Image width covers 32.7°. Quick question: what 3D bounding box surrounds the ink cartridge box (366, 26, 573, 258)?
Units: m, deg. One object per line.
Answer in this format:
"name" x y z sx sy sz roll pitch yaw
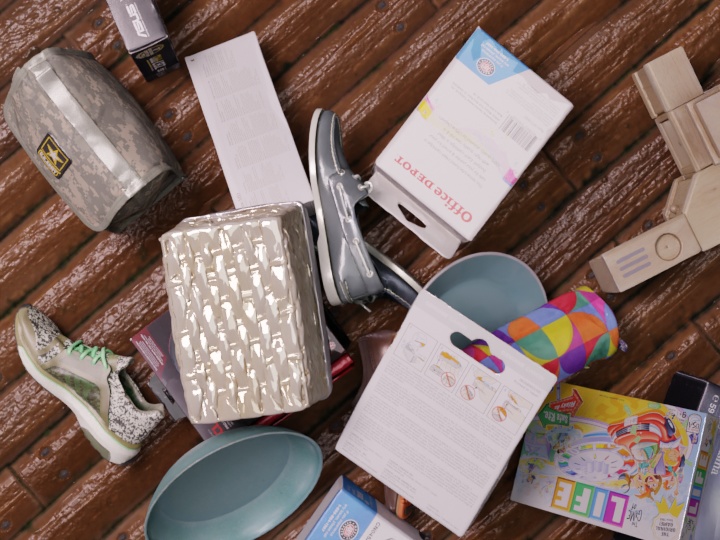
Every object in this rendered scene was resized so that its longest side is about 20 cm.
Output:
"ink cartridge box" 0.104 -0.125 1.284 0.128 0.125 0.201 39 89 -1

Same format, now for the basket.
"basket" -0.109 0.043 1.184 0.134 0.123 0.203 -8 95 6

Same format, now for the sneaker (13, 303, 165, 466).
"sneaker" -0.278 0.103 1.287 0.088 0.077 0.200 -38 99 15

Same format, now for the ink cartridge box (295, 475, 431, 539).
"ink cartridge box" 0.019 0.338 1.297 0.199 0.084 0.145 36 89 -2

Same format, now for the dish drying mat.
"dish drying mat" -0.089 0.153 1.299 0.199 0.077 0.018 -37 89 -2

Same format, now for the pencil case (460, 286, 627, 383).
"pencil case" 0.181 0.091 1.279 0.198 0.088 0.089 -22 90 -23

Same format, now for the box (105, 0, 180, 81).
"box" -0.248 -0.306 1.257 0.049 0.161 0.202 -24 91 -3

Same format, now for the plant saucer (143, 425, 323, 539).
"plant saucer" -0.134 0.221 1.262 0.199 0.201 0.036 -33 54 -2

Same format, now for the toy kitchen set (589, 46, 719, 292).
"toy kitchen set" 0.306 -0.106 1.272 0.179 0.163 0.202 -26 90 -2

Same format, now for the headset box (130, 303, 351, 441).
"headset box" -0.132 0.080 1.289 0.199 0.075 0.149 -36 92 6

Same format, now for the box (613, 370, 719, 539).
"box" 0.403 0.238 1.294 0.196 0.123 0.202 21 90 -3

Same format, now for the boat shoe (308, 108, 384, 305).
"boat shoe" -0.013 -0.068 1.248 0.061 0.073 0.203 -8 82 12

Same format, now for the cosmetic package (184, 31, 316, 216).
"cosmetic package" -0.115 -0.142 1.291 0.082 0.051 0.202 -19 74 -2

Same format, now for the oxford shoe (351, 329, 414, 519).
"oxford shoe" 0.031 0.164 1.318 0.072 0.071 0.203 -1 88 21

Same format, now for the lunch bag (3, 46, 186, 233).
"lunch bag" -0.270 -0.131 1.235 0.117 0.200 0.165 -38 91 -2

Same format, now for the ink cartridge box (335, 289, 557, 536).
"ink cartridge box" 0.085 0.138 1.219 0.161 0.050 0.201 33 109 12

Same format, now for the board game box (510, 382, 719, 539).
"board game box" 0.258 0.196 1.263 0.198 0.034 0.136 8 81 41

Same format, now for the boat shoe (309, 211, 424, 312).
"boat shoe" 0.000 0.000 1.305 0.199 0.075 0.062 38 87 0

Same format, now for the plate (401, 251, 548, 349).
"plate" 0.116 0.075 1.297 0.198 0.026 0.203 -12 113 -29
